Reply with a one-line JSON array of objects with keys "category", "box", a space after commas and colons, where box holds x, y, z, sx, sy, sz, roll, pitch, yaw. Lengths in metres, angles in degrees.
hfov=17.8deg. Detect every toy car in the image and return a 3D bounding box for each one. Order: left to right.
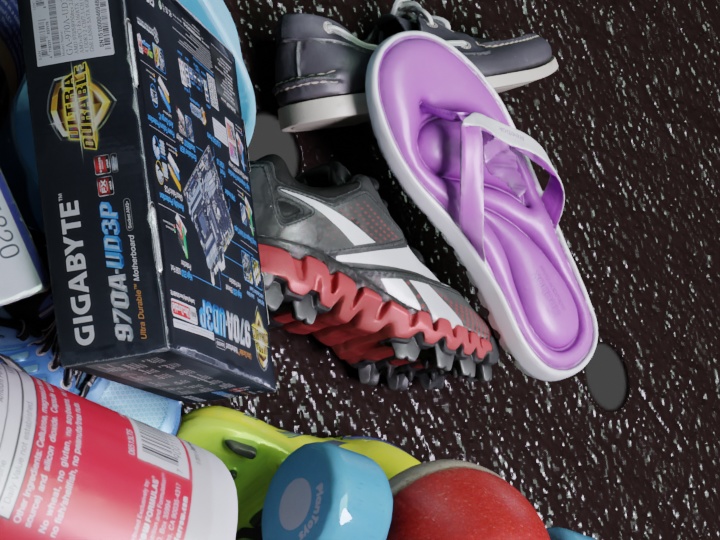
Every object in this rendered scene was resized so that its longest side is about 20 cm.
[{"category": "toy car", "box": [0.052, 0.197, 1.026, 0.184, 0.200, 0.178, 23, 97, -33]}]

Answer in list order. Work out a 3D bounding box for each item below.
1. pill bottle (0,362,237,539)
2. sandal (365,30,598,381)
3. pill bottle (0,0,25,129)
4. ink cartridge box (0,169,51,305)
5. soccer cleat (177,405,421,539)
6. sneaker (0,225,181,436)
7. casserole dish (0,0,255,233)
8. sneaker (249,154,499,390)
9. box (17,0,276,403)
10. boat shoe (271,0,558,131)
[{"category": "pill bottle", "box": [-0.159, 0.092, 0.923, 0.199, 0.112, 0.113, 25, 60, -23]}, {"category": "sandal", "box": [0.075, -0.038, 1.179, 0.082, 0.050, 0.203, -44, 110, -37]}, {"category": "pill bottle", "box": [-0.176, -0.155, 0.994, 0.112, 0.111, 0.201, 39, 53, -31]}, {"category": "ink cartridge box", "box": [-0.245, -0.040, 0.855, 0.199, 0.043, 0.197, -19, 74, -27]}, {"category": "soccer cleat", "box": [-0.020, 0.108, 1.128, 0.199, 0.065, 0.084, 27, 30, -33]}, {"category": "sneaker", "box": [-0.148, 0.028, 0.982, 0.200, 0.090, 0.079, 37, 54, -34]}, {"category": "casserole dish", "box": [-0.114, -0.070, 1.066, 0.122, 0.039, 0.200, 60, 37, -26]}, {"category": "sneaker", "box": [0.000, 0.000, 1.159, 0.200, 0.071, 0.099, 23, 62, -40]}, {"category": "box", "box": [-0.084, -0.032, 0.954, 0.200, 0.046, 0.160, 35, 47, -78]}, {"category": "boat shoe", "box": [0.032, -0.118, 1.230, 0.199, 0.072, 0.063, -14, 91, -43]}]
